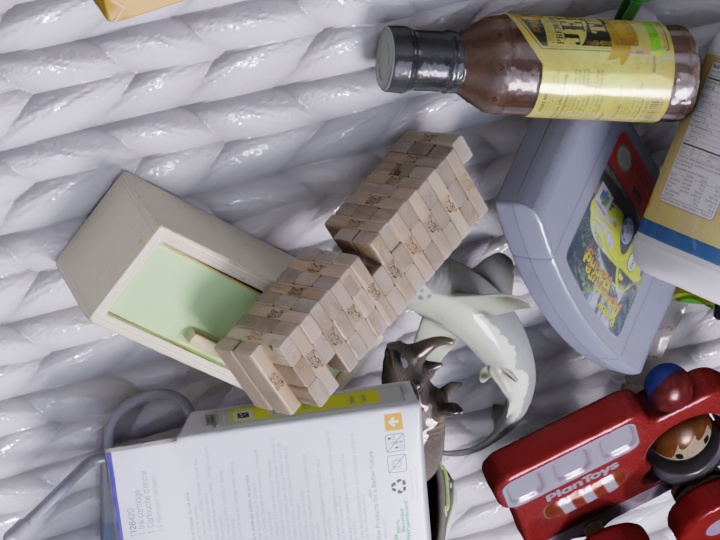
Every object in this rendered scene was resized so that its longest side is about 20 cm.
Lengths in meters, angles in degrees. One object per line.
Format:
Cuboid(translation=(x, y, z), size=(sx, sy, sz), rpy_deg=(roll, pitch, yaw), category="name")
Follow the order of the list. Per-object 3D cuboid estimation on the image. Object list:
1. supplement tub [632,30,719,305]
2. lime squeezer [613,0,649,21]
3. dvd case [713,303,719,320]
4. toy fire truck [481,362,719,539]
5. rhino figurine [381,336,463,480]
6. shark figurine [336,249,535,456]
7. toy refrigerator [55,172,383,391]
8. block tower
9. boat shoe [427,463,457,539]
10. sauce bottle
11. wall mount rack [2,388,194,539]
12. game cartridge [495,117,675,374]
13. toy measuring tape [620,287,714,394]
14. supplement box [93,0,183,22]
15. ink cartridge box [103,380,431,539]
Cuboid(translation=(0.271, -0.071, 1.386), size=(0.144, 0.145, 0.201), rpy_deg=(17, 96, -38), category="supplement tub")
Cuboid(translation=(0.151, -0.198, 1.360), size=(0.070, 0.038, 0.200), rpy_deg=(-10, 137, 17), category="lime squeezer")
Cuboid(translation=(0.316, -0.065, 1.506), size=(0.150, 0.025, 0.201), rpy_deg=(-1, 100, -30), category="dvd case")
Cuboid(translation=(0.191, 0.132, 1.539), size=(0.199, 0.112, 0.168), rpy_deg=(-25, 150, 0), category="toy fire truck")
Cuboid(translation=(0.006, 0.121, 1.446), size=(0.087, 0.060, 0.200), rpy_deg=(32, 109, -6), category="rhino figurine")
Cuboid(translation=(0.088, 0.038, 1.463), size=(0.128, 0.090, 0.215), rpy_deg=(-6, 135, 30), category="shark figurine")
Cuboid(translation=(-0.084, 0.021, 1.358), size=(0.200, 0.070, 0.076), rpy_deg=(28, 107, -42), category="toy refrigerator")
Cuboid(translation=(0.000, 0.000, 1.338), size=(0.200, 0.054, 0.058), rpy_deg=(-50, 126, -25), category="block tower")
Cuboid(translation=(0.020, 0.214, 1.496), size=(0.072, 0.202, 0.060), rpy_deg=(8, 151, 13), category="boat shoe")
Cuboid(translation=(0.110, -0.126, 1.347), size=(0.199, 0.065, 0.065), rpy_deg=(1, 124, -17), category="sauce bottle")
Cuboid(translation=(-0.157, 0.180, 1.434), size=(0.173, 0.075, 0.201), rpy_deg=(-11, 127, -20), category="wall mount rack")
Cuboid(translation=(0.157, -0.023, 1.443), size=(0.200, 0.041, 0.133), rpy_deg=(51, 59, -44), category="game cartridge")
Cuboid(translation=(0.250, 0.027, 1.558), size=(0.073, 0.074, 0.201), rpy_deg=(8, 119, -34), category="toy measuring tape")
Cuboid(translation=(-0.077, -0.250, 1.063), size=(0.197, 0.200, 0.133), rpy_deg=(-20, 132, -16), category="supplement box")
Cuboid(translation=(-0.053, 0.180, 1.397), size=(0.199, 0.047, 0.198), rpy_deg=(-6, 112, -3), category="ink cartridge box")
